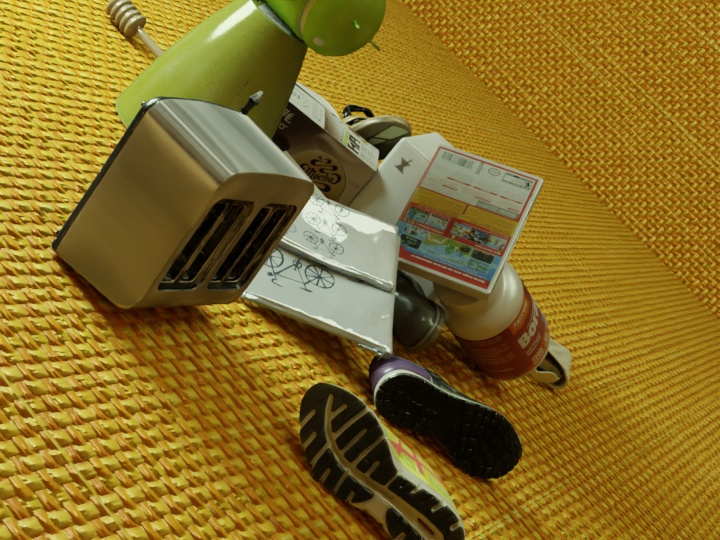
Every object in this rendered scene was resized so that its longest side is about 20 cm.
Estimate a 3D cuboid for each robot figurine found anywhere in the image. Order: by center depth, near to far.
[{"bbox_3d":[-0.049,-0.329,1.568,0.200,0.116,0.175,49,10,21],"label":"robot figurine"}]

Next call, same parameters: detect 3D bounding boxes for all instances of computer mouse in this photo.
[{"bbox_3d":[-0.028,-0.216,2.063,0.199,0.034,0.059,-32,99,-54],"label":"computer mouse"}]

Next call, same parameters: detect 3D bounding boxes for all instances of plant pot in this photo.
[{"bbox_3d":[-0.155,-0.219,1.613,0.186,0.200,0.188,38,18,-14],"label":"plant pot"}]

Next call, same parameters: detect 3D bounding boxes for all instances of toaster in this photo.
[{"bbox_3d":[-0.153,-0.061,1.247,0.119,0.201,0.180,42,16,18],"label":"toaster"}]

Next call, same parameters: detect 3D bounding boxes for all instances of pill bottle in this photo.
[{"bbox_3d":[0.163,0.052,1.726,0.113,0.112,0.200,54,3,36],"label":"pill bottle"}]

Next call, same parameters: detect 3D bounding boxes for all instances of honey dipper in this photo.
[{"bbox_3d":[-0.262,-0.283,1.809,0.200,0.038,0.038,48,18,11],"label":"honey dipper"}]

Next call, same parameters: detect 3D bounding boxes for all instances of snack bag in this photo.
[{"bbox_3d":[-0.042,-0.009,1.506,0.186,0.021,0.202,23,42,-15],"label":"snack bag"}]

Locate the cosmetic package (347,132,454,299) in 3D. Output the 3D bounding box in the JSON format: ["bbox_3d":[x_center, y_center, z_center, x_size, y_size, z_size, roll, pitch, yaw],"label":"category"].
[{"bbox_3d":[0.088,-0.068,1.843,0.165,0.165,0.200,43,17,7],"label":"cosmetic package"}]

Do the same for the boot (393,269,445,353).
[{"bbox_3d":[-0.001,0.002,1.643,0.200,0.073,0.182,41,3,-25],"label":"boot"}]

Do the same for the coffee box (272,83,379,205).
[{"bbox_3d":[-0.087,-0.164,1.770,0.199,0.113,0.080,38,22,-14],"label":"coffee box"}]

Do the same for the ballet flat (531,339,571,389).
[{"bbox_3d":[0.230,0.110,1.919,0.199,0.070,0.070,31,20,-34],"label":"ballet flat"}]

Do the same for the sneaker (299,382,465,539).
[{"bbox_3d":[0.018,0.185,1.263,0.201,0.078,0.090,50,10,4],"label":"sneaker"}]

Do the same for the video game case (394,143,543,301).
[{"bbox_3d":[0.125,-0.062,1.666,0.141,0.018,0.201,20,53,13],"label":"video game case"}]

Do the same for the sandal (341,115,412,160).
[{"bbox_3d":[-0.010,-0.179,1.868,0.080,0.199,0.055,18,66,-32],"label":"sandal"}]

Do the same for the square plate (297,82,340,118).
[{"bbox_3d":[-0.080,-0.241,2.120,0.197,0.028,0.201,27,23,-43],"label":"square plate"}]

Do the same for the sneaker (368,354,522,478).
[{"bbox_3d":[0.095,0.150,1.503,0.199,0.076,0.088,35,12,-22],"label":"sneaker"}]

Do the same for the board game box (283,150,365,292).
[{"bbox_3d":[-0.075,-0.043,1.561,0.126,0.035,0.200,-23,66,-44],"label":"board game box"}]
